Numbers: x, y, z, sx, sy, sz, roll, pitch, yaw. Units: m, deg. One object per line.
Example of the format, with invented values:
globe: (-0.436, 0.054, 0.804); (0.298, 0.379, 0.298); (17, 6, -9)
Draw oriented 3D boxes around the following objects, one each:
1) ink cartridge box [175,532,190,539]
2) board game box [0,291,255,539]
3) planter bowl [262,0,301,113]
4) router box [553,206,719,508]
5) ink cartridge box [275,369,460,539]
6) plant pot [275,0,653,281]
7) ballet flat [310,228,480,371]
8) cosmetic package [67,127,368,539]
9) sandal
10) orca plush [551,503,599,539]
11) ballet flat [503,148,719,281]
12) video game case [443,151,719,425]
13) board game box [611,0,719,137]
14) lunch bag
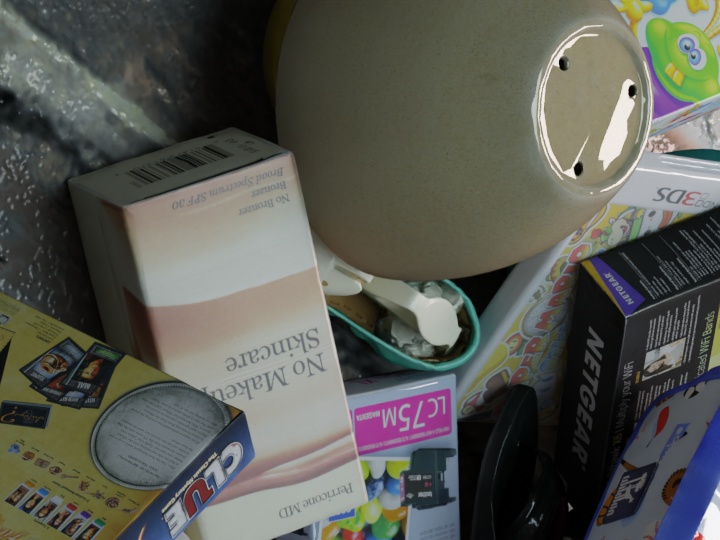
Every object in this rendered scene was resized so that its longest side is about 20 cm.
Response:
ink cartridge box: (-0.137, 0.216, 1.370); (0.085, 0.145, 0.200); (-3, 120, -37)
board game box: (-0.169, 0.083, 1.332); (0.135, 0.200, 0.035); (-45, 143, -29)
planter bowl: (0.007, -0.117, 1.552); (0.200, 0.083, 0.201); (-7, 100, -42)
router box: (0.201, 0.053, 1.691); (0.157, 0.052, 0.200); (-21, 141, -22)
ink cartridge box: (0.006, 0.163, 1.619); (0.119, 0.042, 0.200); (-9, 103, -42)
plant pot: (0.073, -0.088, 1.468); (0.200, 0.134, 0.201); (-7, 100, -42)
ballet flat: (0.000, 0.000, 1.570); (0.200, 0.070, 0.067); (34, 73, -40)
cosmetic package: (-0.074, 0.037, 1.477); (0.103, 0.087, 0.200); (-20, 110, -20)
sandal: (0.094, 0.168, 1.656); (0.075, 0.048, 0.201); (18, 80, -71)
orca plush: (0.116, 0.229, 1.720); (0.105, 0.071, 0.200); (-42, 141, -48)
ballet flat: (0.159, -0.023, 1.729); (0.200, 0.068, 0.072); (-18, 128, -41)
video game case: (0.154, 0.015, 1.675); (0.182, 0.023, 0.200); (5, 128, -44)
board game box: (0.172, -0.137, 1.672); (0.200, 0.105, 0.103); (-22, 86, -40)
lunch bag: (0.192, 0.166, 1.614); (0.170, 0.124, 0.200); (-62, 159, -22)
